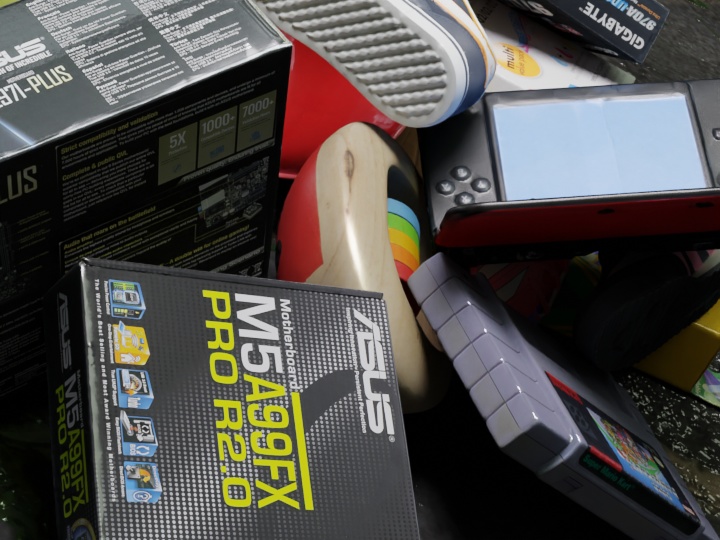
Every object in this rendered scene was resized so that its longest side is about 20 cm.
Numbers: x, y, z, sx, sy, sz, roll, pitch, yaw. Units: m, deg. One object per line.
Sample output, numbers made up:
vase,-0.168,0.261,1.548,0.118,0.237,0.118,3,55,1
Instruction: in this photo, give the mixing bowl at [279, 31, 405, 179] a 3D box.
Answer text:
mixing bowl,-0.065,-0.148,1.156,0.200,0.108,0.200,3,84,-29

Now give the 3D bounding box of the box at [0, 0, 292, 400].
box,-0.141,-0.037,0.878,0.200,0.164,0.086,-26,58,-26

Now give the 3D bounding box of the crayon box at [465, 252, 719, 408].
crayon box,0.162,-0.001,1.213,0.200,0.052,0.126,25,32,-5

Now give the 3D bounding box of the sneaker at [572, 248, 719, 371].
sneaker,0.158,-0.002,1.110,0.082,0.070,0.200,38,30,18

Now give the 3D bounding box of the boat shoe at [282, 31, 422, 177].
boat shoe,-0.003,-0.129,1.258,0.200,0.073,0.063,39,26,3

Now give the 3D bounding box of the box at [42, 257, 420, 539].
box,-0.053,0.100,0.841,0.160,0.044,0.200,7,63,-31

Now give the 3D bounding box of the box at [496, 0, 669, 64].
box,0.104,-0.215,1.362,0.159,0.046,0.200,29,1,-27

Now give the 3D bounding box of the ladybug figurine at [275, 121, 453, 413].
ladybug figurine,0.000,0.000,1.043,0.200,0.072,0.136,-87,152,-53

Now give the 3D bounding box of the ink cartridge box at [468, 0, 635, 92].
ink cartridge box,0.080,-0.137,1.326,0.200,0.068,0.115,29,30,3

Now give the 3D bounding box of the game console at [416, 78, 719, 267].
game console,0.136,-0.067,1.025,0.200,0.119,0.172,-3,52,-3

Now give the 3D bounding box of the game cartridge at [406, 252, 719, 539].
game cartridge,0.112,0.077,1.006,0.200,0.038,0.130,35,16,-45

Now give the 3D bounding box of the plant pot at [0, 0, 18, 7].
plant pot,-0.207,-0.132,0.984,0.200,0.187,0.187,36,33,18

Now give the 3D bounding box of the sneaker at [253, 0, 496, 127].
sneaker,-0.006,-0.160,1.078,0.200,0.078,0.079,48,31,10

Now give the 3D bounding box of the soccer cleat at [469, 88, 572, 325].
soccer cleat,0.103,-0.023,1.105,0.076,0.067,0.200,7,56,10
